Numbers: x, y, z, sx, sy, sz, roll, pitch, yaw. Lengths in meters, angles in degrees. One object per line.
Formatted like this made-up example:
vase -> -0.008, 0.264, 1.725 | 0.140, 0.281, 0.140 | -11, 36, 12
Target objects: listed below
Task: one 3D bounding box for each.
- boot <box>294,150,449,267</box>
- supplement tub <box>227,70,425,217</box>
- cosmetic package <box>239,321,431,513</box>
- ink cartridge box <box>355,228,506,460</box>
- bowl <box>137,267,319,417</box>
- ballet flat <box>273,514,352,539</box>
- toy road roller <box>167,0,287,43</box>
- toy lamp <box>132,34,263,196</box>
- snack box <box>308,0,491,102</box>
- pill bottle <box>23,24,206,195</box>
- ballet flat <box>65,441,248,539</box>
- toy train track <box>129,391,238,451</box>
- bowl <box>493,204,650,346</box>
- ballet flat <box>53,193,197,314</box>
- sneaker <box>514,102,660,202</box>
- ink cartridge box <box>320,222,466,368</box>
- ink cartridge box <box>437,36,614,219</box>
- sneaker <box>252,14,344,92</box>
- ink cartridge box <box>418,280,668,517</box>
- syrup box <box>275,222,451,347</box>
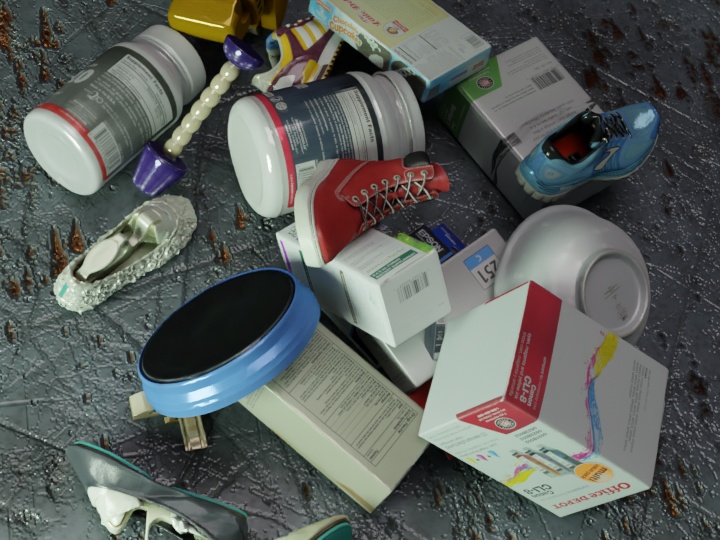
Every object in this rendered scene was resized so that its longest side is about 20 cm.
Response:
boot -> 0.015, -0.070, 1.346 | 0.143, 0.073, 0.200 | -5, 26, 14
supplement tub -> -0.041, -0.149, 1.512 | 0.199, 0.141, 0.141 | -16, 63, -20
cosmetic package -> -0.027, 0.143, 1.358 | 0.200, 0.071, 0.105 | 41, 56, 5
ink cartridge box -> 0.123, 0.077, 1.435 | 0.200, 0.045, 0.177 | -34, 85, -26
bowl -> -0.137, 0.068, 1.332 | 0.200, 0.039, 0.201 | -24, 26, 12
ballet flat -> -0.089, 0.303, 1.271 | 0.069, 0.070, 0.200 | 37, 60, 12
toy road roller -> -0.167, -0.326, 1.571 | 0.122, 0.200, 0.147 | 15, 71, 6
toy lamp -> -0.187, -0.169, 1.473 | 0.058, 0.200, 0.058 | 35, 15, -11
snack box -> 0.047, -0.293, 1.586 | 0.116, 0.037, 0.200 | -33, 64, -34
pill bottle -> -0.278, -0.189, 1.506 | 0.114, 0.114, 0.200 | 36, 58, 12
ballet flat -> -0.208, 0.234, 1.285 | 0.199, 0.073, 0.073 | 24, 57, 1
toy train track -> -0.143, 0.123, 1.386 | 0.199, 0.033, 0.115 | -9, 61, -18
bowl -> 0.250, 0.026, 1.435 | 0.200, 0.090, 0.202 | 1, 88, -30
ballet flat -> -0.251, -0.027, 1.440 | 0.072, 0.072, 0.200 | 38, 58, 13
sneaker -> 0.275, -0.146, 1.505 | 0.199, 0.090, 0.079 | -28, 70, -26
ink cartridge box -> 0.060, 0.017, 1.491 | 0.200, 0.039, 0.099 | -36, 70, -28
ink cartridge box -> 0.214, -0.170, 1.609 | 0.146, 0.084, 0.200 | -27, 69, -24
sneaker -> -0.066, -0.291, 1.635 | 0.090, 0.075, 0.201 | 23, 56, -3
ink cartridge box -> 0.191, 0.135, 1.340 | 0.199, 0.145, 0.145 | 31, 55, -21
syrup box -> 0.000, 0.000, 1.384 | 0.079, 0.082, 0.200 | -31, 33, -24
